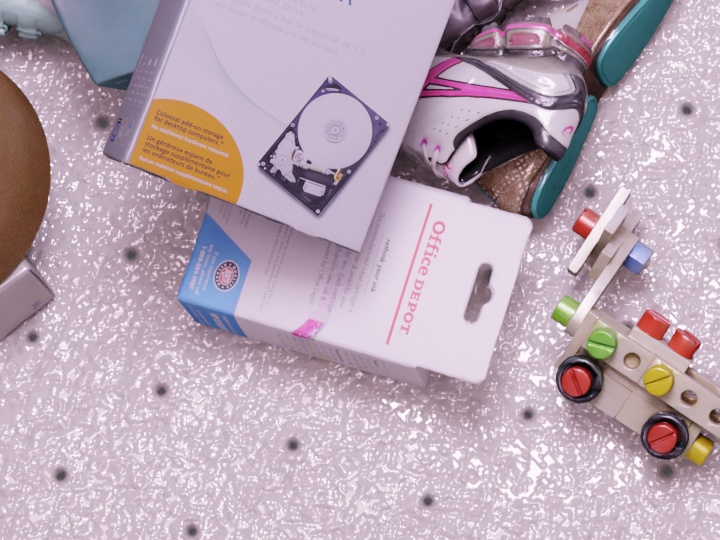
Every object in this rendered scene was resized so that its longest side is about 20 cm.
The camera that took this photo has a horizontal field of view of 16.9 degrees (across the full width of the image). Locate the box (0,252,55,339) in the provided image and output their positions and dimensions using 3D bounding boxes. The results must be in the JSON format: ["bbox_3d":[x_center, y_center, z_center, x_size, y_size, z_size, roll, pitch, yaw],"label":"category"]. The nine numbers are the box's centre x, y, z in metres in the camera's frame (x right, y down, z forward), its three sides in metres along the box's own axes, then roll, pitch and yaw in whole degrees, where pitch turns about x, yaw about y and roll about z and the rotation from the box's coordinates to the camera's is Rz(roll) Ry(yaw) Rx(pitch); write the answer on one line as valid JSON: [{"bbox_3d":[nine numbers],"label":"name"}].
[{"bbox_3d":[-0.293,-0.040,1.561,0.095,0.078,0.200,-38,74,-6],"label":"box"}]

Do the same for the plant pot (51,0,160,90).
[{"bbox_3d":[-0.121,-0.219,1.541,0.141,0.141,0.201,-16,79,34],"label":"plant pot"}]

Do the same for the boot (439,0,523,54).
[{"bbox_3d":[0.077,-0.240,1.583,0.174,0.069,0.200,-25,62,10],"label":"boot"}]

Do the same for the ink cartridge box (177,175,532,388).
[{"bbox_3d":[0.000,0.000,1.524,0.200,0.068,0.115,16,78,10],"label":"ink cartridge box"}]

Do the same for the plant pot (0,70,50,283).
[{"bbox_3d":[-0.294,-0.084,1.429,0.186,0.200,0.187,-1,73,5],"label":"plant pot"}]

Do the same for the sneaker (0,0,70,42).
[{"bbox_3d":[-0.245,-0.168,1.607,0.200,0.074,0.118,29,117,-7],"label":"sneaker"}]

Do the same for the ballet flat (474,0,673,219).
[{"bbox_3d":[0.132,-0.127,1.547,0.065,0.071,0.200,28,77,21],"label":"ballet flat"}]

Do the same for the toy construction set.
[{"bbox_3d":[0.195,0.040,1.481,0.200,0.092,0.131,38,106,21],"label":"toy construction set"}]

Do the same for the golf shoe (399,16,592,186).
[{"bbox_3d":[0.047,-0.096,1.508,0.200,0.073,0.092,-10,58,35],"label":"golf shoe"}]

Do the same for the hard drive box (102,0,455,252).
[{"bbox_3d":[-0.043,-0.132,1.440,0.156,0.077,0.200,20,90,-16],"label":"hard drive box"}]
